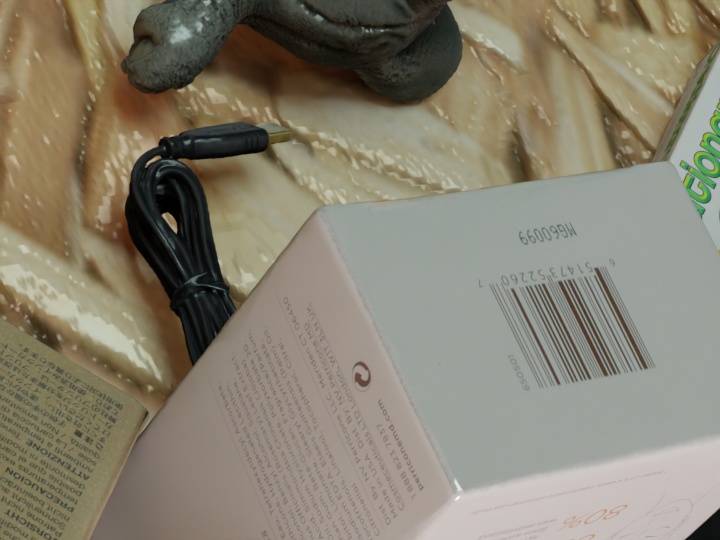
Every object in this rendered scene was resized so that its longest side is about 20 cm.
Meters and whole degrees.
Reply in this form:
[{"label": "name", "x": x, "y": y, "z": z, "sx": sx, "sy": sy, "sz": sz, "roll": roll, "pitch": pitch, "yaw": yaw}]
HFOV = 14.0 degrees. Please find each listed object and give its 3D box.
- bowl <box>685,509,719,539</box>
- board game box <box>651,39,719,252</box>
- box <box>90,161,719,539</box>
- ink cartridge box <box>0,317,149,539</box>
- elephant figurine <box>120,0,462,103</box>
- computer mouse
[{"label": "bowl", "x": 0.173, "y": 0.100, "z": 1.141, "sx": 0.199, "sy": 0.039, "sz": 0.202, "roll": 11, "pitch": 65, "yaw": -24}, {"label": "board game box", "x": 0.174, "y": -0.003, "z": 1.258, "sx": 0.126, "sy": 0.035, "sz": 0.200, "roll": 35, "pitch": 45, "yaw": -6}, {"label": "box", "x": 0.022, "y": 0.068, "z": 0.986, "sx": 0.151, "sy": 0.200, "sz": 0.107, "roll": -8, "pitch": 62, "yaw": -37}, {"label": "ink cartridge box", "x": -0.184, "y": 0.060, "z": 0.925, "sx": 0.199, "sy": 0.075, "sz": 0.165, "roll": 32, "pitch": 33, "yaw": -6}, {"label": "elephant figurine", "x": 0.006, "y": -0.135, "z": 1.208, "sx": 0.142, "sy": 0.154, "sz": 0.201, "roll": 55, "pitch": 35, "yaw": -53}, {"label": "computer mouse", "x": 0.000, "y": 0.000, "z": 1.142, "sx": 0.199, "sy": 0.046, "sz": 0.141, "roll": -11, "pitch": 58, "yaw": -33}]
